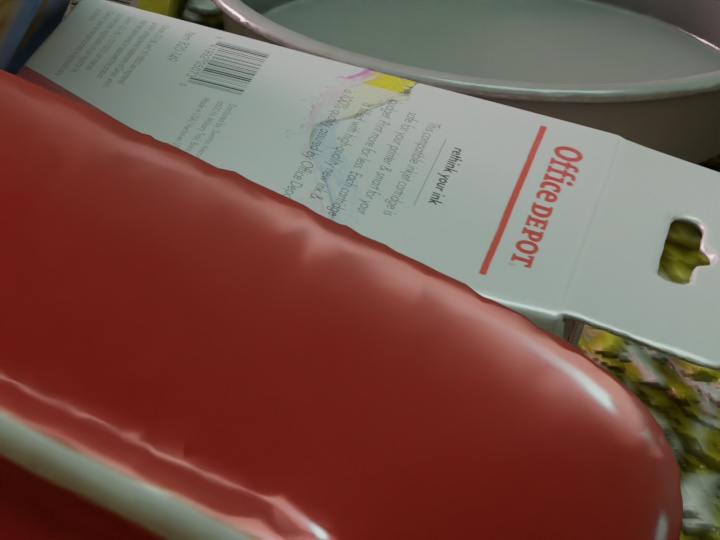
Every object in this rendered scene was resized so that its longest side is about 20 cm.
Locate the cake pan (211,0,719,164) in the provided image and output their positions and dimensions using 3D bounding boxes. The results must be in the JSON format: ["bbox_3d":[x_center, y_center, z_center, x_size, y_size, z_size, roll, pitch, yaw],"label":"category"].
[{"bbox_3d":[0.045,-0.079,0.910,0.200,0.037,0.200,4,25,-2],"label":"cake pan"}]

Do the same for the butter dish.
[{"bbox_3d":[-0.057,0.072,0.430,0.200,0.200,0.148,24,6,19],"label":"butter dish"}]

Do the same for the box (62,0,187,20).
[{"bbox_3d":[-0.083,-0.135,0.970,0.075,0.050,0.200,12,28,-1],"label":"box"}]

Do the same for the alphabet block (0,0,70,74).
[{"bbox_3d":[-0.168,-0.114,0.672,0.200,0.195,0.196,30,40,-2],"label":"alphabet block"}]

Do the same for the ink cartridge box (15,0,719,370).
[{"bbox_3d":[0.000,0.000,0.741,0.200,0.068,0.116,15,29,7],"label":"ink cartridge box"}]
